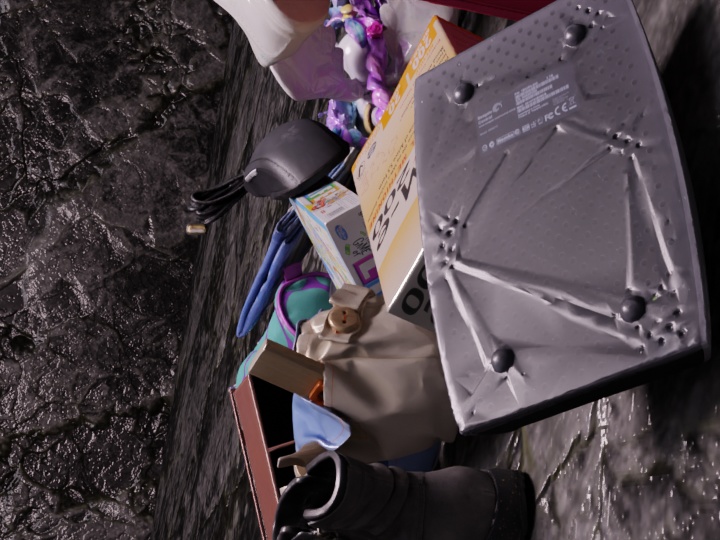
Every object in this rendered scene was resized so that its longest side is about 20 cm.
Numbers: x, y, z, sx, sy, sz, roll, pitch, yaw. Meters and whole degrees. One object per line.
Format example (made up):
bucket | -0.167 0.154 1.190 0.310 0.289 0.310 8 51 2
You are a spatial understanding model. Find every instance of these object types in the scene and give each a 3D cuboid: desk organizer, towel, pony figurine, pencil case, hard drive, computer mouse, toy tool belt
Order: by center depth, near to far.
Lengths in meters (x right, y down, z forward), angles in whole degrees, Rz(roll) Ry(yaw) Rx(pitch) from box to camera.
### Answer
hard drive | 0.092 -0.030 0.582 0.134 0.042 0.202 -25 54 30
toy tool belt | -0.012 0.098 0.806 0.201 0.121 0.126 95 164 -52
desk organizer | -0.033 0.159 0.929 0.077 0.071 0.202 -52 46 46
computer mouse | -0.090 -0.079 1.027 0.140 0.046 0.200 -37 14 -8
pony figurine | 0.006 -0.176 1.043 0.200 0.165 0.195 -115 5 -63
pencil case | -0.068 0.079 1.231 0.093 0.084 0.200 60 150 18
towel | -0.061 -0.038 1.243 0.200 0.024 0.148 -57 -4 -49

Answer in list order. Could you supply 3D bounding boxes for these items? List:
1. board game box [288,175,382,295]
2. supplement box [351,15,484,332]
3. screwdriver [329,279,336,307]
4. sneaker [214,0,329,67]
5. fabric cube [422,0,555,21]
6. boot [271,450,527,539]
board game box | 0.000 0.000 0.947 0.135 0.034 0.200 63 175 -15
supplement box | 0.061 -0.061 0.770 0.127 0.073 0.201 -60 20 22
screwdriver | -0.018 0.054 1.049 0.028 0.029 0.201 -35 26 26
sneaker | -0.096 -0.246 0.924 0.088 0.075 0.202 -38 71 54
fabric cube | 0.046 -0.273 0.776 0.196 0.198 0.202 -125 45 -71
boot | 0.006 0.161 0.747 0.201 0.130 0.070 115 159 -48
